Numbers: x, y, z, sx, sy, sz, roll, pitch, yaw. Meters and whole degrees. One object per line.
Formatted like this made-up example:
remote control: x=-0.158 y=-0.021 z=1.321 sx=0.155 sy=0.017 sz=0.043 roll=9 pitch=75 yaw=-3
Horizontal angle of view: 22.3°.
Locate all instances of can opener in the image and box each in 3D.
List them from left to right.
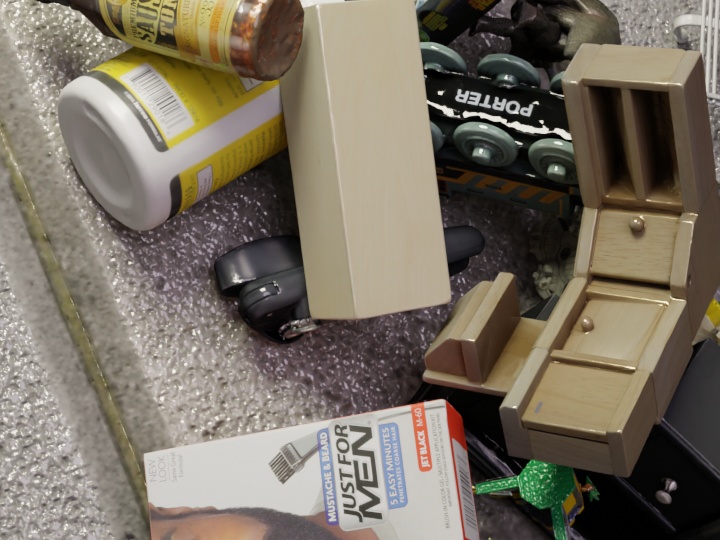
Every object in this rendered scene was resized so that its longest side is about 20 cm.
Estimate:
can opener: x=0.000 y=0.000 z=1.264 sx=0.199 sy=0.063 sz=0.079 roll=-12 pitch=79 yaw=-24

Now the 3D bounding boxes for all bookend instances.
bookend: x=0.169 y=0.099 z=1.222 sx=0.199 sy=0.200 sz=0.092 roll=43 pitch=58 yaw=-6

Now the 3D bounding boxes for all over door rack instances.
over door rack: x=0.345 y=-0.177 z=1.443 sx=0.199 sy=0.067 sz=0.148 roll=6 pitch=71 yaw=2

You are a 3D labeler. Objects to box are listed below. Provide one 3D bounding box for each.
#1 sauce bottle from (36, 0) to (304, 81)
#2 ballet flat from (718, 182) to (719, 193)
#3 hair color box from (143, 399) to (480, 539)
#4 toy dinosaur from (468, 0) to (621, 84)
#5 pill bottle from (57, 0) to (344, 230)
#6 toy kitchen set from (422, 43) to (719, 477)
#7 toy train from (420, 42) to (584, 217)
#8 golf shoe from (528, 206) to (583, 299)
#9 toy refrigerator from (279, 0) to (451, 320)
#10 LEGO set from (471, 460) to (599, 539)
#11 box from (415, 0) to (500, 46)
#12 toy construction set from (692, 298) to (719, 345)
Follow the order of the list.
sauce bottle: x=-0.132 y=-0.171 z=1.167 sx=0.199 sy=0.066 sz=0.066 roll=16 pitch=62 yaw=27
ballet flat: x=0.244 y=-0.028 z=1.316 sx=0.200 sy=0.074 sz=0.075 roll=2 pitch=69 yaw=-62
hair color box: x=-0.030 y=0.156 z=1.149 sx=0.199 sy=0.064 sz=0.111 roll=-12 pitch=72 yaw=12
toy dinosaur: x=0.142 y=-0.177 z=1.292 sx=0.102 sy=0.200 sz=0.077 roll=15 pitch=89 yaw=-21
pill bottle: x=-0.095 y=-0.120 z=1.235 sx=0.200 sy=0.111 sz=0.112 roll=-33 pitch=88 yaw=-26
toy kitchen set: x=0.114 y=-0.012 z=1.136 sx=0.200 sy=0.163 sz=0.181 roll=-56 pitch=143 yaw=-41
toy train: x=0.096 y=-0.092 z=1.269 sx=0.199 sy=0.114 sz=0.086 roll=12 pitch=65 yaw=13
golf shoe: x=0.183 y=-0.057 z=1.363 sx=0.097 sy=0.078 sz=0.201 roll=24 pitch=68 yaw=-36
toy refrigerator: x=-0.001 y=-0.072 z=1.192 sx=0.076 sy=0.070 sz=0.201 roll=-10 pitch=94 yaw=-30
LEGO set: x=0.075 y=0.214 z=1.203 sx=0.199 sy=0.116 sz=0.154 roll=-20 pitch=59 yaw=5
box: x=0.075 y=-0.223 z=1.284 sx=0.040 sy=0.200 sz=0.137 roll=29 pitch=67 yaw=-14
toy construction set: x=0.249 y=0.059 z=1.284 sx=0.092 sy=0.200 sz=0.131 roll=-32 pitch=79 yaw=-3
